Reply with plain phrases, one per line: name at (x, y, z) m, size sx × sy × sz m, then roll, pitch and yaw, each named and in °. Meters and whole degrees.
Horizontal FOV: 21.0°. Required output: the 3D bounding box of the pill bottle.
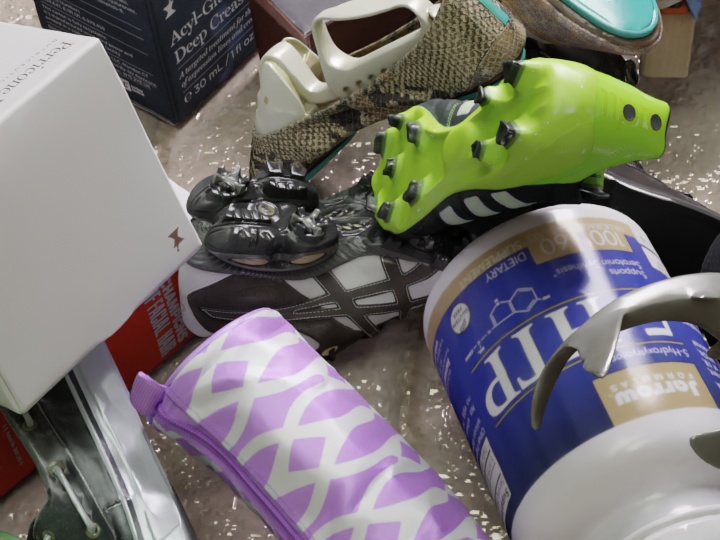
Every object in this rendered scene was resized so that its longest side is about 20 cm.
pill bottle at (0.114, 0.078, 0.877) m, size 0.119 × 0.120 × 0.200 m, roll -18°, pitch 51°, yaw -7°

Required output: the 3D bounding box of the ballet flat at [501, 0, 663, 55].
ballet flat at (0.084, -0.167, 1.032) m, size 0.068 × 0.067 × 0.200 m, roll -22°, pitch 61°, yaw -30°

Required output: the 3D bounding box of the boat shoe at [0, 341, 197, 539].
boat shoe at (-0.119, 0.113, 0.896) m, size 0.071 × 0.072 × 0.200 m, roll -25°, pitch 68°, yaw -6°

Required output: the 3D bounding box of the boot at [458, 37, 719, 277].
boot at (0.131, -0.067, 1.021) m, size 0.199 × 0.069 × 0.174 m, roll 24°, pitch 36°, yaw -4°

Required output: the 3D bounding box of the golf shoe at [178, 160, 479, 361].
golf shoe at (0.000, 0.000, 0.992) m, size 0.199 × 0.095 × 0.078 m, roll 6°, pitch 38°, yaw -20°

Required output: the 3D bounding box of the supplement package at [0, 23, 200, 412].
supplement package at (-0.196, -0.037, 0.896) m, size 0.200 × 0.120 × 0.121 m, roll 15°, pitch 49°, yaw 43°

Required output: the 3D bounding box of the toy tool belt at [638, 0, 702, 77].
toy tool belt at (0.222, -0.194, 1.051) m, size 0.199 × 0.123 × 0.125 m, roll -25°, pitch 12°, yaw -1°

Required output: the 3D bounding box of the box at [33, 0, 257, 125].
box at (-0.111, -0.213, 1.094) m, size 0.107 × 0.200 × 0.148 m, roll 28°, pitch 60°, yaw 27°

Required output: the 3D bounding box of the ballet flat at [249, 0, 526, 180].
ballet flat at (-0.005, -0.101, 1.004) m, size 0.200 × 0.075 × 0.068 m, roll -24°, pitch 30°, yaw 41°

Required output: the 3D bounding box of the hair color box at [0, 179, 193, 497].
hair color box at (-0.169, 0.026, 0.996) m, size 0.200 × 0.064 × 0.111 m, roll -41°, pitch 55°, yaw -22°

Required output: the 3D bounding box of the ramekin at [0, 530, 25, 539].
ramekin at (-0.202, 0.191, 0.805) m, size 0.199 × 0.098 × 0.201 m, roll -6°, pitch 66°, yaw 14°

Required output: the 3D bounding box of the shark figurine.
shark figurine at (0.170, 0.038, 0.761) m, size 0.089 × 0.214 × 0.129 m, roll 2°, pitch 65°, yaw 57°

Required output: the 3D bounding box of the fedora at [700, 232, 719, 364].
fedora at (0.227, 0.019, 0.897) m, size 0.200 × 0.201 × 0.092 m, roll -39°, pitch 21°, yaw -23°

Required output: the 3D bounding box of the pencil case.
pencil case at (-0.010, 0.108, 0.868) m, size 0.085 × 0.084 × 0.200 m, roll -29°, pitch 65°, yaw -35°

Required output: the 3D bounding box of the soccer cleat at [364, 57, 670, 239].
soccer cleat at (0.064, -0.048, 0.878) m, size 0.081 × 0.200 × 0.068 m, roll 13°, pitch 78°, yaw -21°

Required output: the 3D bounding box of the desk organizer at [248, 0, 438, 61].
desk organizer at (0.034, -0.173, 1.120) m, size 0.200 × 0.077 × 0.072 m, roll -31°, pitch 54°, yaw -17°
